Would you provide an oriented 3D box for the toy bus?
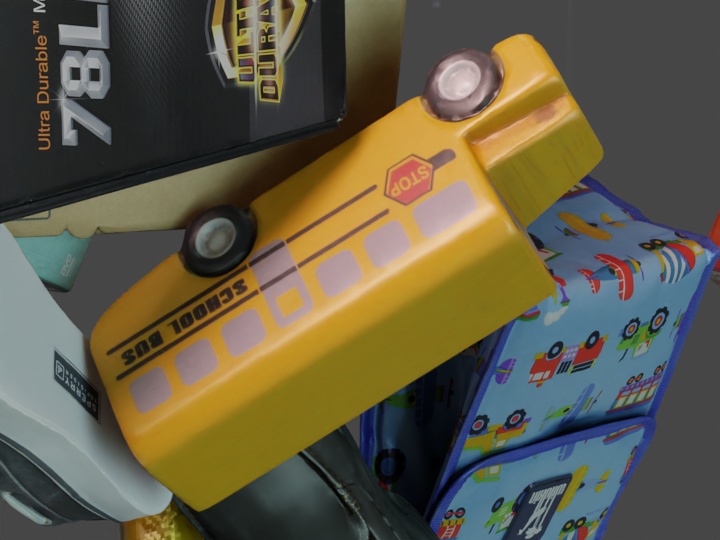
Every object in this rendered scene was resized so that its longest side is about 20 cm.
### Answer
[{"bbox_3d":[0.000,0.000,0.790,0.199,0.078,0.065,-32,143,6],"label":"toy bus"}]

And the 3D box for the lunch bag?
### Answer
[{"bbox_3d":[0.069,0.072,1.016,0.150,0.094,0.201,-15,125,-42],"label":"lunch bag"}]

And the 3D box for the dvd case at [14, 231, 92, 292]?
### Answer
[{"bbox_3d":[-0.150,-0.090,0.763,0.200,0.022,0.147,29,79,-47],"label":"dvd case"}]

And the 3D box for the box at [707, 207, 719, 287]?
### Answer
[{"bbox_3d":[0.287,0.005,1.209,0.200,0.099,0.096,37,73,-47],"label":"box"}]

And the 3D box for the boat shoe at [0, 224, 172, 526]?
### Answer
[{"bbox_3d":[-0.141,0.035,0.773,0.200,0.067,0.072,52,29,-50],"label":"boat shoe"}]

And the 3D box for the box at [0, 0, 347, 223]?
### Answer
[{"bbox_3d":[-0.091,-0.124,0.684,0.198,0.050,0.201,-19,118,-41],"label":"box"}]

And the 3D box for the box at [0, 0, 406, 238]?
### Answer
[{"bbox_3d":[-0.055,-0.112,0.779,0.163,0.021,0.201,-4,110,-27],"label":"box"}]

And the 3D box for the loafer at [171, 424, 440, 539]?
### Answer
[{"bbox_3d":[-0.022,0.107,0.895,0.073,0.072,0.200,-39,124,15],"label":"loafer"}]
